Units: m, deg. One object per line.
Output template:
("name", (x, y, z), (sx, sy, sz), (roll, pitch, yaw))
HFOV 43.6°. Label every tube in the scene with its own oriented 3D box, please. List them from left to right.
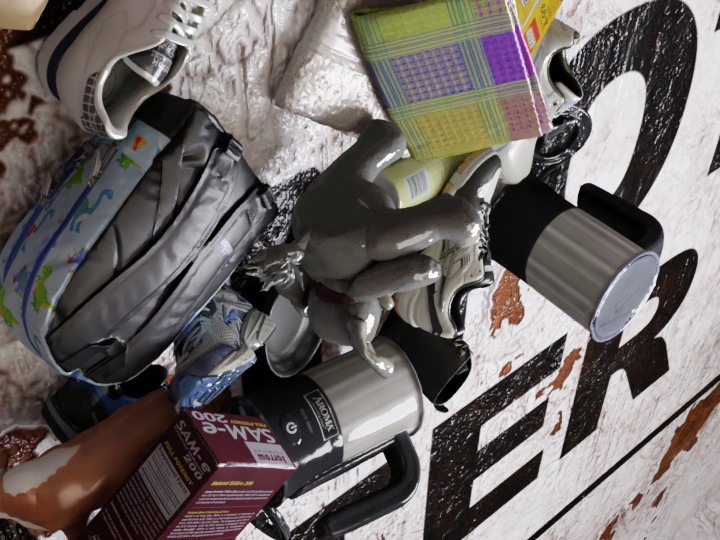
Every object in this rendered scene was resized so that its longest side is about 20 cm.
("tube", (0.086, -0.110, 0.951), (0.198, 0.053, 0.058), (-30, 180, -38))

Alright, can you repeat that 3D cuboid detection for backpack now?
("backpack", (-0.174, -0.014, 0.673), (0.203, 0.151, 0.163), (-66, 153, -16))

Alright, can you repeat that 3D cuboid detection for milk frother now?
("milk frother", (-0.048, 0.191, 0.988), (0.185, 0.199, 0.185), (-19, 92, -32))
("milk frother", (0.253, -0.063, 1.042), (0.180, 0.187, 0.201), (-43, 143, -11))

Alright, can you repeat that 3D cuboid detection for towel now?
("towel", (0.017, -0.182, 0.817), (0.198, 0.034, 0.135), (10, 112, -51))
("towel", (0.084, -0.167, 0.788), (0.201, 0.140, 0.023), (54, 34, -53))

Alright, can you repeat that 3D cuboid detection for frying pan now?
("frying pan", (-0.068, 0.017, 0.884), (0.115, 0.030, 0.194), (-43, 139, -44))

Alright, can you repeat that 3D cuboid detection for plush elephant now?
("plush elephant", (0.000, 0.000, 0.796), (0.198, 0.165, 0.157), (-33, 142, -18))

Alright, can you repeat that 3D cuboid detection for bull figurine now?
("bull figurine", (-0.220, 0.172, 0.737), (0.197, 0.065, 0.123), (-27, 134, -17))

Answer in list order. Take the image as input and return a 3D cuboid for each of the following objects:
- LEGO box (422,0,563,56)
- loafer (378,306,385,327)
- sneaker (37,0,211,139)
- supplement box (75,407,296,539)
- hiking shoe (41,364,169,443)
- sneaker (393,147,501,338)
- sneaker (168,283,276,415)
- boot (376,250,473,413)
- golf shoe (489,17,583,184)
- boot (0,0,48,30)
("LEGO box", (0.112, -0.287, 0.766), (0.151, 0.076, 0.200), (-59, 147, -15))
("loafer", (0.008, 0.006, 0.933), (0.072, 0.062, 0.202), (-50, 150, -30))
("sneaker", (-0.132, -0.180, 0.611), (0.202, 0.080, 0.076), (-56, 143, 3))
("supplement box", (-0.154, 0.205, 0.718), (0.201, 0.061, 0.108), (-49, 150, 11))
("hiking shoe", (-0.189, 0.133, 0.821), (0.087, 0.074, 0.199), (-51, 145, 5))
("sneaker", (0.113, -0.025, 0.945), (0.075, 0.087, 0.204), (0, 116, -63))
("sneaker", (-0.134, 0.057, 0.756), (0.077, 0.086, 0.200), (-40, -174, 8))
("boot", (0.097, 0.042, 1.012), (0.077, 0.138, 0.203), (7, 115, -50))
("golf shoe", (0.181, -0.169, 0.937), (0.079, 0.095, 0.203), (-52, 148, -37))
("boot", (-0.271, -0.143, 0.499), (0.197, 0.066, 0.178), (-15, 131, -42))
